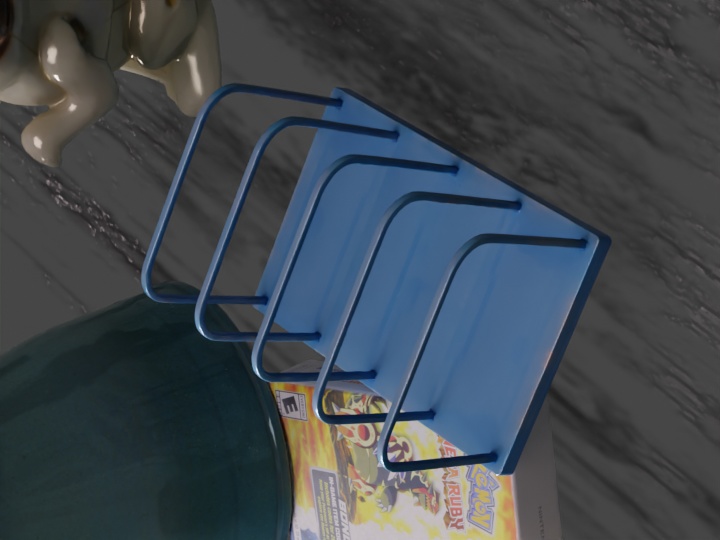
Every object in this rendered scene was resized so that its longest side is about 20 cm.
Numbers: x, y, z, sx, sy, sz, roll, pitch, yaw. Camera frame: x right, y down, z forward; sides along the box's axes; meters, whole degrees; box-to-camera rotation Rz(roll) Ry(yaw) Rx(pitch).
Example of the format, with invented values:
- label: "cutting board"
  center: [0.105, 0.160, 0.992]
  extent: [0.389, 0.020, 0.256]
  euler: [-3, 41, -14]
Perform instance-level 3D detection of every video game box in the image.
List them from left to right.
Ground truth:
- label: "video game box"
  center: [0.035, 0.160, 1.130]
  extent: [0.181, 0.047, 0.202]
  euler: [3, 107, 40]

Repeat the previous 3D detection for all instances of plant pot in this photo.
- label: "plant pot"
  center: [-0.173, 0.125, 1.183]
  extent: [0.200, 0.187, 0.202]
  euler: [27, 124, 48]

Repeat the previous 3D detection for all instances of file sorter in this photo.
- label: "file sorter"
  center: [0.000, 0.000, 1.023]
  extent: [0.200, 0.122, 0.140]
  euler: [33, 108, 35]

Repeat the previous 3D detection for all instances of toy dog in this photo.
- label: "toy dog"
  center: [-0.190, -0.153, 1.120]
  extent: [0.139, 0.199, 0.195]
  euler: [28, 123, 32]
